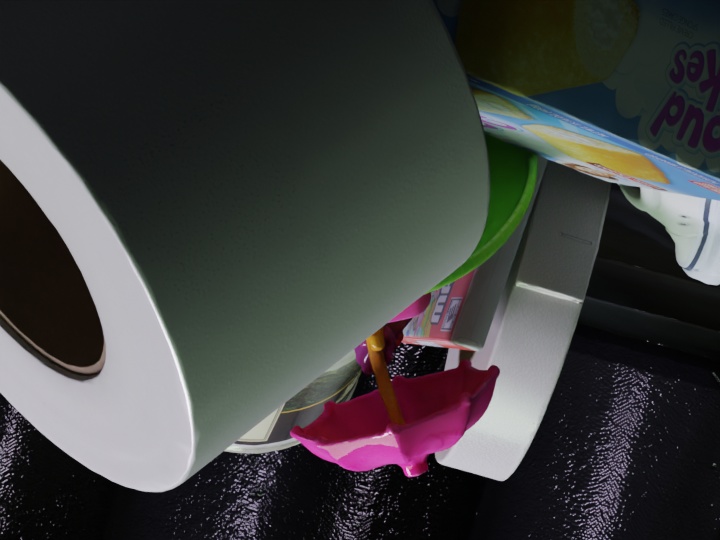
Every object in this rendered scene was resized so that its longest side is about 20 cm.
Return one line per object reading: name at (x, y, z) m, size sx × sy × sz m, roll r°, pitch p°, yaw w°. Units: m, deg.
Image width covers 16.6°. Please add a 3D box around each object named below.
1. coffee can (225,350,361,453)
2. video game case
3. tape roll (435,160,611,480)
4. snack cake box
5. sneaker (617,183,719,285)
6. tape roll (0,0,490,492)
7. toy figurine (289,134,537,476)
coffee can at (-0.045, -0.015, 1.282) m, size 0.146 × 0.147 × 0.200 m, roll 16°, pitch 146°, yaw -7°
video game case at (0.057, -0.030, 1.250) m, size 0.017 × 0.144 × 0.200 m, roll 20°, pitch 176°, yaw -8°
tape roll at (0.082, 0.006, 1.254) m, size 0.037 × 0.204 × 0.203 m, roll 16°, pitch 177°, yaw -3°
snack cake box at (0.068, -0.085, 0.928) m, size 0.199 × 0.067 × 0.115 m, roll 19°, pitch 175°, yaw -36°
sneaker at (0.164, -0.047, 1.212) m, size 0.071 × 0.073 × 0.200 m, roll 25°, pitch 169°, yaw 9°
tape roll at (-0.072, -0.044, 0.847) m, size 0.203 × 0.139 × 0.203 m, roll 40°, pitch 152°, yaw 27°
toy figurine at (0.000, 0.000, 1.092) m, size 0.149 × 0.200 × 0.185 m, roll -12°, pitch 137°, yaw -4°
